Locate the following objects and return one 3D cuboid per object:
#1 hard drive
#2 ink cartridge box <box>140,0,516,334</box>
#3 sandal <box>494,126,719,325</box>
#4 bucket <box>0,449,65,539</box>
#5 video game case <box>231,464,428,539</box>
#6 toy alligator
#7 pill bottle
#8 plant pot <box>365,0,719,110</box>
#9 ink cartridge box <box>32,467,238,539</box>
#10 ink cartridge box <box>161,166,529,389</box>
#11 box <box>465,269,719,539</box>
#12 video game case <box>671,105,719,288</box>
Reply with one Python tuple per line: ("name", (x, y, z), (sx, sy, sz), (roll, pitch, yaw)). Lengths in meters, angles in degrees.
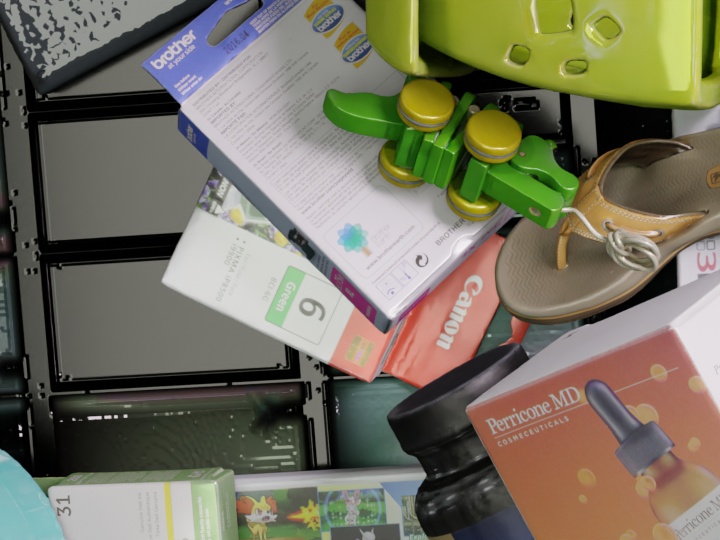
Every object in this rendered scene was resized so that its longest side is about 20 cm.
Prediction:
("hard drive", (-0.129, -0.207, 1.545), (0.200, 0.033, 0.140), (-27, 92, 9))
("ink cartridge box", (-0.013, -0.075, 1.496), (0.119, 0.042, 0.200), (-42, 82, -17))
("sandal", (0.156, -0.038, 1.461), (0.200, 0.054, 0.080), (-24, 55, 20))
("bucket", (-0.272, 0.187, 1.527), (0.207, 0.135, 0.207), (4, 98, 29))
("video game case", (0.015, 0.205, 1.572), (0.200, 0.022, 0.182), (-4, 95, 9))
("toy alligator", (0.077, -0.060, 1.446), (0.200, 0.054, 0.059), (25, 140, 8))
("pill bottle", (0.099, 0.146, 1.486), (0.112, 0.112, 0.200), (-29, 94, 10))
("plant pot", (0.103, -0.188, 1.437), (0.181, 0.199, 0.200), (3, 96, 13))
("ink cartridge box", (-0.168, 0.191, 1.573), (0.200, 0.048, 0.146), (-3, 96, 12))
("ink cartridge box", (0.000, 0.000, 1.538), (0.200, 0.050, 0.109), (26, 97, 5))
("box", (0.177, 0.115, 1.383), (0.152, 0.106, 0.200), (-26, 95, 43))
("video game case", (0.272, -0.015, 1.467), (0.200, 0.023, 0.182), (-2, 63, 8))
